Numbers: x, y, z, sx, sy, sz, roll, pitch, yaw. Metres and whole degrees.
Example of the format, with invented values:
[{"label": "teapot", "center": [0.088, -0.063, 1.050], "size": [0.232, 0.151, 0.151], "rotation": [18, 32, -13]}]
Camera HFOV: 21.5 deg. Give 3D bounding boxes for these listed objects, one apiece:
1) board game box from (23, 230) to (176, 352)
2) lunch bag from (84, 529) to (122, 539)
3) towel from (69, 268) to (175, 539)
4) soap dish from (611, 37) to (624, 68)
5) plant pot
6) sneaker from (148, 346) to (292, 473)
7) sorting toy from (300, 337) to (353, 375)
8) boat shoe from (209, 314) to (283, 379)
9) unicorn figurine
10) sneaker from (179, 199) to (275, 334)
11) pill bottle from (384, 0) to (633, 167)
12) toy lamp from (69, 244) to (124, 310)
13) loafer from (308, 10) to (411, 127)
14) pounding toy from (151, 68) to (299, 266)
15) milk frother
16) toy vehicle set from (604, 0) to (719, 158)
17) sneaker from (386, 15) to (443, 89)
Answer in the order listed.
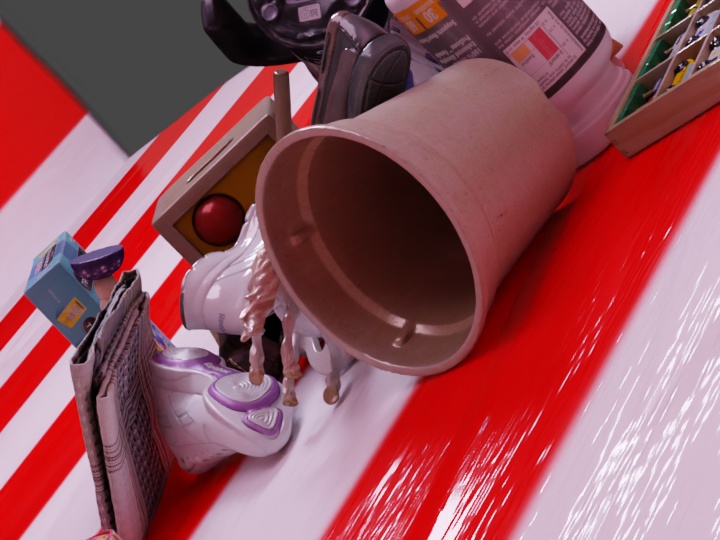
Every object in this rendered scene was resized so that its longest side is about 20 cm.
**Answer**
[{"label": "board game box", "center": [-0.235, 0.062, 1.828], "size": [0.047, 0.200, 0.151], "rotation": [-41, 14, 4]}, {"label": "lunch bag", "center": [-0.243, 0.278, 1.456], "size": [0.200, 0.082, 0.176], "rotation": [-32, 18, 46]}, {"label": "towel", "center": [-0.192, 0.121, 1.605], "size": [0.034, 0.201, 0.193], "rotation": [-4, 24, 11]}, {"label": "soap dish", "center": [0.138, -0.166, 1.654], "size": [0.157, 0.081, 0.200], "rotation": [-43, 14, 5]}, {"label": "plant pot", "center": [0.057, -0.056, 1.384], "size": [0.183, 0.201, 0.200], "rotation": [-40, 7, -39]}, {"label": "sneaker", "center": [-0.112, 0.129, 1.573], "size": [0.074, 0.100, 0.200], "rotation": [-7, 15, -28]}, {"label": "sorting toy", "center": [0.000, 0.000, 1.594], "size": [0.181, 0.106, 0.200], "rotation": [-64, 14, 0]}, {"label": "boat shoe", "center": [-0.095, 0.051, 1.711], "size": [0.071, 0.070, 0.200], "rotation": [-62, 18, 17]}, {"label": "unicorn figurine", "center": [-0.051, 0.034, 1.486], "size": [0.200, 0.073, 0.138], "rotation": [88, -178, -70]}, {"label": "sneaker", "center": [-0.074, -0.007, 1.659], "size": [0.087, 0.075, 0.200], "rotation": [19, 51, 25]}, {"label": "pill bottle", "center": [0.122, -0.179, 1.475], "size": [0.116, 0.200, 0.116], "rotation": [-42, 13, 12]}, {"label": "toy lamp", "center": [-0.213, 0.080, 1.729], "size": [0.058, 0.201, 0.058], "rotation": [-16, 11, 3]}, {"label": "loafer", "center": [-0.011, -0.112, 1.465], "size": [0.072, 0.063, 0.201], "rotation": [-27, -32, -38]}, {"label": "pounding toy", "center": [-0.085, -0.072, 1.818], "size": [0.200, 0.184, 0.142], "rotation": [-42, 13, 9]}, {"label": "milk frother", "center": [-0.044, -0.279, 1.721], "size": [0.188, 0.179, 0.201], "rotation": [33, -113, -75]}, {"label": "toy vehicle set", "center": [0.261, -0.174, 1.421], "size": [0.124, 0.027, 0.200], "rotation": [-33, 17, 42]}, {"label": "sneaker", "center": [0.024, -0.131, 1.629], "size": [0.116, 0.080, 0.200], "rotation": [-62, 4, 29]}]
